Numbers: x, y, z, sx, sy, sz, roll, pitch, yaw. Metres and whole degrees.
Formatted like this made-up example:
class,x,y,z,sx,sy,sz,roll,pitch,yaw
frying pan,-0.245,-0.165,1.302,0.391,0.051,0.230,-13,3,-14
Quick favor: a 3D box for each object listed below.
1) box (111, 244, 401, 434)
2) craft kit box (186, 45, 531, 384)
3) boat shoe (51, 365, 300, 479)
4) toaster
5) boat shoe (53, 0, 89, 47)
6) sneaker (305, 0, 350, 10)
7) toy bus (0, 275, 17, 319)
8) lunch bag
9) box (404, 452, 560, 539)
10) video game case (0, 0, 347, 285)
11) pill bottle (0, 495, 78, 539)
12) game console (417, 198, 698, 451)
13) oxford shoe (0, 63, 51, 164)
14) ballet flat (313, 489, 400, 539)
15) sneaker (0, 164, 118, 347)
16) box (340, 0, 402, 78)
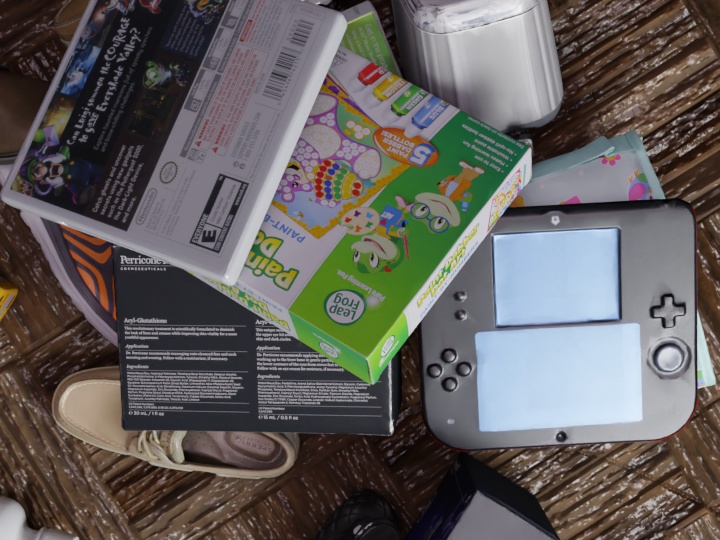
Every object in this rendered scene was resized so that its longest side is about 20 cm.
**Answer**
class,x,y,z,sx,sy,sz,roll,pitch,yaw
box,-0.072,0.040,1.211,0.200,0.079,0.141,1,106,7
craft kit box,-0.017,-0.051,1.143,0.200,0.049,0.198,30,70,20
boat shoe,-0.146,0.121,1.297,0.200,0.065,0.072,15,93,-1
toaster,0.081,-0.186,1.213,0.113,0.129,0.200,-14,47,2
boat shoe,-0.167,-0.230,1.244,0.200,0.072,0.076,-23,134,31
sneaker,-0.086,-0.212,1.285,0.200,0.066,0.091,-31,94,4
toy bus,-0.371,-0.015,1.288,0.200,0.078,0.065,34,93,-1
lunch bag,0.157,0.007,1.248,0.170,0.122,0.200,-19,111,1
box,0.074,0.223,1.231,0.079,0.200,0.141,35,91,-1
video game case,-0.128,-0.109,1.128,0.182,0.023,0.200,19,80,18
pill bottle,-0.325,0.219,1.279,0.200,0.111,0.111,15,92,0
game console,0.140,0.040,1.180,0.200,0.031,0.177,-3,108,-1
oxford shoe,-0.292,-0.132,1.254,0.200,0.084,0.073,6,51,12
ballet flat,-0.041,0.259,1.317,0.200,0.057,0.066,-46,116,7
sneaker,-0.191,-0.038,1.286,0.112,0.078,0.200,-32,91,2
box,-0.055,-0.103,1.277,0.200,0.036,0.145,-23,117,3
